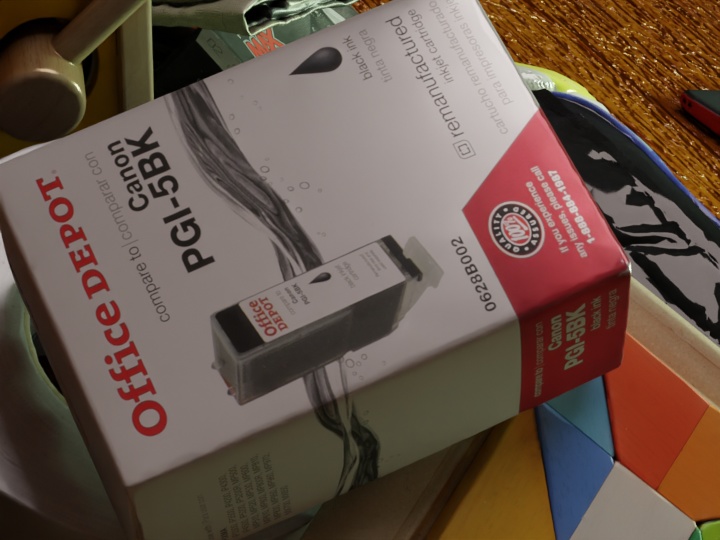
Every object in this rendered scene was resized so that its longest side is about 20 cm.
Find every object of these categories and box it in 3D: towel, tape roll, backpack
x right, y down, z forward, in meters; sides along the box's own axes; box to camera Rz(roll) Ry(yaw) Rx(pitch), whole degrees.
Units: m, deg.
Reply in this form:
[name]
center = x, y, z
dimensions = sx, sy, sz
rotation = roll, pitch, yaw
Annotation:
[towel]
center = -0.080, -0.160, 1.253
dimensions = 0.199, 0.035, 0.192
rotation = 10, 20, 32
[tape roll]
center = -0.089, 0.042, 0.981
dimensions = 0.199, 0.066, 0.201
rotation = 9, 53, -12
[backpack]
center = 0.079, 0.037, 1.079
dimensions = 0.182, 0.147, 0.200
rotation = -27, 61, -18

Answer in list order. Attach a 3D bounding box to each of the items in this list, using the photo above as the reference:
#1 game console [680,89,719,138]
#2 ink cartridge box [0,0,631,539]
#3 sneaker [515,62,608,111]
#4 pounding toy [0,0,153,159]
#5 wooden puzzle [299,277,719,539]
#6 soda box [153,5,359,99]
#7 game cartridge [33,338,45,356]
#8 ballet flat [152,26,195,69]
[game console]
center = 0.350, -0.088, 1.757
dimensions = 0.199, 0.031, 0.177
rotation = -2, 35, -44
[ink cartridge box]
center = -0.020, 0.000, 0.900
dimensions = 0.199, 0.083, 0.147
rotation = -24, 64, -10
[sneaker]
center = 0.060, -0.116, 1.515
dimensions = 0.199, 0.076, 0.105
rotation = 14, 25, -16
[pounding toy]
center = -0.151, -0.107, 1.041
dimensions = 0.199, 0.185, 0.142
rotation = -13, 37, -20
[wooden puzzle]
center = 0.096, 0.104, 0.941
dimensions = 0.200, 0.186, 0.037
rotation = 36, -16, -9
[soda box]
center = -0.052, -0.106, 1.288
dimensions = 0.071, 0.063, 0.200
rotation = 47, 22, -3
[game cartridge]
center = -0.150, -0.012, 1.097
dimensions = 0.199, 0.041, 0.134
rotation = -13, 40, -19
[ballet flat]
center = -0.148, -0.111, 1.323
dimensions = 0.199, 0.068, 0.068
rotation = 2, 37, -37
